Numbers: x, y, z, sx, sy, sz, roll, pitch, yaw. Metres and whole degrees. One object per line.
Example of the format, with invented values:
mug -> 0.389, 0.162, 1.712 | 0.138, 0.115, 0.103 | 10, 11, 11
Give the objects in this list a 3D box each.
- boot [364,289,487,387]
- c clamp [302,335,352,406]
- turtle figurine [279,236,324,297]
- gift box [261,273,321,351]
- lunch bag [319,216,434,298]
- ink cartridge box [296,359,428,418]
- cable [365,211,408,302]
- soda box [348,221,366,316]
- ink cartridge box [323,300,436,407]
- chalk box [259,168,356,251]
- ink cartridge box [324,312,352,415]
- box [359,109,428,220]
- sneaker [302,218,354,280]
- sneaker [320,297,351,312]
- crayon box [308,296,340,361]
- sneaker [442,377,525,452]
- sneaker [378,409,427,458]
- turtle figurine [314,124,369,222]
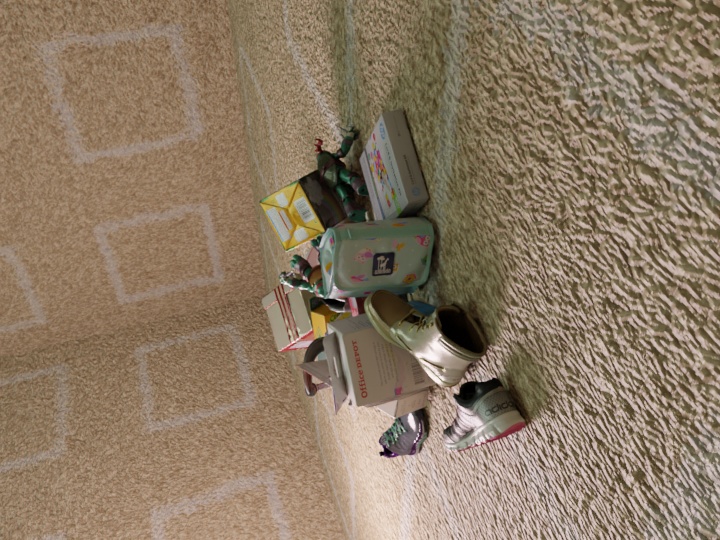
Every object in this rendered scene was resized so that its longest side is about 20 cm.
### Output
boot -> 0.097, 0.080, 1.032 | 0.200, 0.072, 0.155 | 43, 156, 11
c clamp -> -0.057, 0.213, 1.410 | 0.027, 0.200, 0.172 | 14, 96, 35
turtle figurine -> -0.093, 0.003, 1.416 | 0.200, 0.149, 0.101 | -115, 1, -66
gift box -> -0.143, 0.106, 1.867 | 0.184, 0.200, 0.187 | -32, 70, 34
lunch bag -> 0.023, -0.024, 1.123 | 0.200, 0.169, 0.123 | 121, 144, -72
ink cartridge box -> 0.001, 0.222, 1.300 | 0.200, 0.176, 0.045 | 23, 110, 41
cable -> 0.046, -0.017, 1.300 | 0.097, 0.050, 0.201 | -177, 75, -80
soda box -> 0.000, 0.000, 1.464 | 0.063, 0.070, 0.201 | 167, 91, -75
ink cartridge box -> 0.035, 0.142, 1.173 | 0.125, 0.199, 0.129 | -161, 60, -74
chalk box -> -0.099, -0.148, 1.471 | 0.125, 0.123, 0.200 | 62, -147, -8
ink cartridge box -> -0.043, 0.213, 1.659 | 0.200, 0.047, 0.198 | -46, -41, -51
box -> 0.053, -0.160, 1.160 | 0.200, 0.041, 0.157 | 134, 122, -73
sneaker -> -0.064, -0.038, 1.551 | 0.201, 0.075, 0.105 | -64, 30, 5
sneaker -> -0.044, 0.034, 1.583 | 0.200, 0.115, 0.075 | -124, 25, -57
crayon box -> -0.061, 0.141, 1.724 | 0.051, 0.126, 0.201 | 15, 124, 38
sneaker -> 0.166, 0.205, 0.973 | 0.200, 0.073, 0.088 | 120, 135, -64
sneaker -> 0.084, 0.340, 1.404 | 0.200, 0.087, 0.075 | 92, 160, -49
turtle figurine -> -0.037, -0.200, 1.388 | 0.150, 0.100, 0.200 | 92, 154, -49
